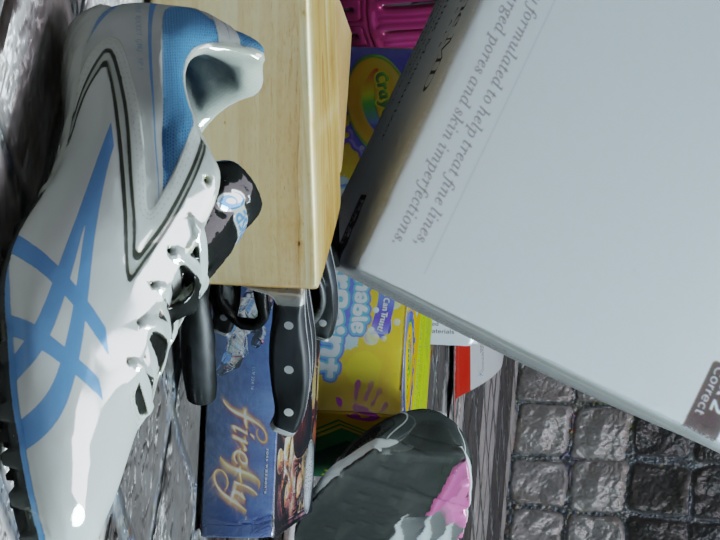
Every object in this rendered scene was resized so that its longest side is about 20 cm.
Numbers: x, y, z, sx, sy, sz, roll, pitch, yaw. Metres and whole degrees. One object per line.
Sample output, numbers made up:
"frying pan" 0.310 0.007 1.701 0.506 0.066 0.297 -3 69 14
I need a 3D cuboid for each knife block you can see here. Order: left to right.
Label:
"knife block" -0.045 -0.030 1.051 0.200 0.064 0.176 68 25 -76

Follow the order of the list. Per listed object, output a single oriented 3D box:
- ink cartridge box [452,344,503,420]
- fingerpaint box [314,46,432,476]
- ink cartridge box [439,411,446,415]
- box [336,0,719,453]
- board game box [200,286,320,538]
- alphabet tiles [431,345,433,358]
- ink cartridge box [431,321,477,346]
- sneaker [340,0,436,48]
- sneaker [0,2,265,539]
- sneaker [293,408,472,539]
"ink cartridge box" 0.117 0.043 2.537 0.200 0.047 0.160 -81 171 -57
"fingerpaint box" 0.000 0.000 1.409 0.167 0.073 0.200 73 20 -73
"ink cartridge box" 0.039 0.235 1.962 0.200 0.045 0.176 -79 169 -46
"box" 0.114 -0.049 1.185 0.199 0.200 0.131 -64 -170 -2
"board game box" -0.043 0.020 1.218 0.135 0.035 0.200 -4 97 -83
"alphabet tiles" 0.050 0.044 2.142 0.200 0.008 0.167 -80 171 -49
"ink cartridge box" 0.048 -0.060 1.745 0.145 0.083 0.200 -47 139 -79
"sneaker" 0.024 -0.198 1.437 0.088 0.081 0.200 -74 166 -56
"sneaker" -0.072 -0.002 0.811 0.072 0.072 0.200 85 11 -58
"sneaker" 0.001 0.124 1.351 0.200 0.080 0.086 123 -17 -47
